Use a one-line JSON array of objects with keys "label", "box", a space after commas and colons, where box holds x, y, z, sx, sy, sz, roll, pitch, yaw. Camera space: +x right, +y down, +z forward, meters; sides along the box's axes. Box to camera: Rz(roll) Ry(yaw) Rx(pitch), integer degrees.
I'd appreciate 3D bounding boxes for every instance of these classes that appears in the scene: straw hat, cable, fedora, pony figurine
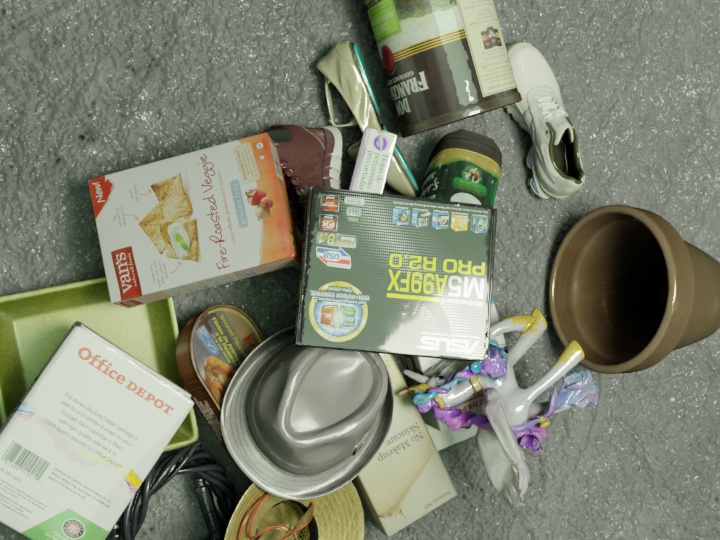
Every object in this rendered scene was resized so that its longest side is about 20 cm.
[{"label": "straw hat", "box": [-0.095, 0.298, 1.090, 0.200, 0.085, 0.203, -4, 96, -42]}, {"label": "cable", "box": [-0.202, 0.285, 1.053, 0.162, 0.051, 0.202, 21, 90, -41]}, {"label": "fedora", "box": [-0.044, 0.139, 1.013, 0.199, 0.090, 0.177, -35, 86, -24]}, {"label": "pony figurine", "box": [0.166, 0.152, 1.082, 0.199, 0.167, 0.194, -29, 68, -12]}]

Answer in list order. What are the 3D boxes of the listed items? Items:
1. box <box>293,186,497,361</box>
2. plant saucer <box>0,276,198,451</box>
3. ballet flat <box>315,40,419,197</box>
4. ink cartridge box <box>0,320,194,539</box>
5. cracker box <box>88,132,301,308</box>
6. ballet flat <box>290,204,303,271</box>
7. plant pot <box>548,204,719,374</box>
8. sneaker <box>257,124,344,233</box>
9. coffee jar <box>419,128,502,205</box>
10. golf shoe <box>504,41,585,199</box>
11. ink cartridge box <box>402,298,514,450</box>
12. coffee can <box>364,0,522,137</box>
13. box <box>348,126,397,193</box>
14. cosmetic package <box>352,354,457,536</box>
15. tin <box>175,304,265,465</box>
[{"label": "box", "box": [0.036, 0.006, 0.984, 0.198, 0.044, 0.162, 6, 82, -7]}, {"label": "plant saucer", "box": [-0.294, 0.111, 1.050, 0.198, 0.048, 0.202, -11, 94, -16]}, {"label": "ballet flat", "box": [0.004, -0.168, 1.131, 0.069, 0.069, 0.202, -26, 97, -14]}, {"label": "ink cartridge box", "box": [-0.287, 0.173, 0.984, 0.144, 0.084, 0.201, 35, 82, -15]}, {"label": "cracker box", "box": [-0.173, -0.051, 1.004, 0.198, 0.058, 0.135, -15, 81, 5]}, {"label": "ballet flat", "box": [-0.113, -0.063, 1.097, 0.199, 0.068, 0.073, 24, 65, -16]}, {"label": "plant pot", "box": [0.361, 0.029, 1.187, 0.173, 0.200, 0.203, 6, 90, -34]}, {"label": "sneaker", "box": [-0.080, -0.085, 1.066, 0.114, 0.076, 0.201, 10, 50, -14]}, {"label": "coffee jar", "box": [0.106, -0.059, 1.105, 0.085, 0.104, 0.202, 17, 60, -6]}, {"label": "golf shoe", "box": [0.233, -0.189, 1.176, 0.078, 0.097, 0.202, -21, 96, -13]}, {"label": "ink cartridge box", "box": [0.118, 0.114, 1.164, 0.115, 0.068, 0.202, -19, 97, -15]}, {"label": "coffee can", "box": [0.089, -0.271, 1.104, 0.145, 0.146, 0.202, -18, 96, -15]}, {"label": "box", "box": [-0.002, -0.058, 1.080, 0.038, 0.041, 0.202, 14, 91, -2]}, {"label": "cosmetic package", "box": [0.022, 0.196, 1.135, 0.103, 0.073, 0.201, -29, 98, -14]}, {"label": "tin", "box": [-0.132, 0.134, 1.077, 0.112, 0.042, 0.201, -41, 105, -46]}]
